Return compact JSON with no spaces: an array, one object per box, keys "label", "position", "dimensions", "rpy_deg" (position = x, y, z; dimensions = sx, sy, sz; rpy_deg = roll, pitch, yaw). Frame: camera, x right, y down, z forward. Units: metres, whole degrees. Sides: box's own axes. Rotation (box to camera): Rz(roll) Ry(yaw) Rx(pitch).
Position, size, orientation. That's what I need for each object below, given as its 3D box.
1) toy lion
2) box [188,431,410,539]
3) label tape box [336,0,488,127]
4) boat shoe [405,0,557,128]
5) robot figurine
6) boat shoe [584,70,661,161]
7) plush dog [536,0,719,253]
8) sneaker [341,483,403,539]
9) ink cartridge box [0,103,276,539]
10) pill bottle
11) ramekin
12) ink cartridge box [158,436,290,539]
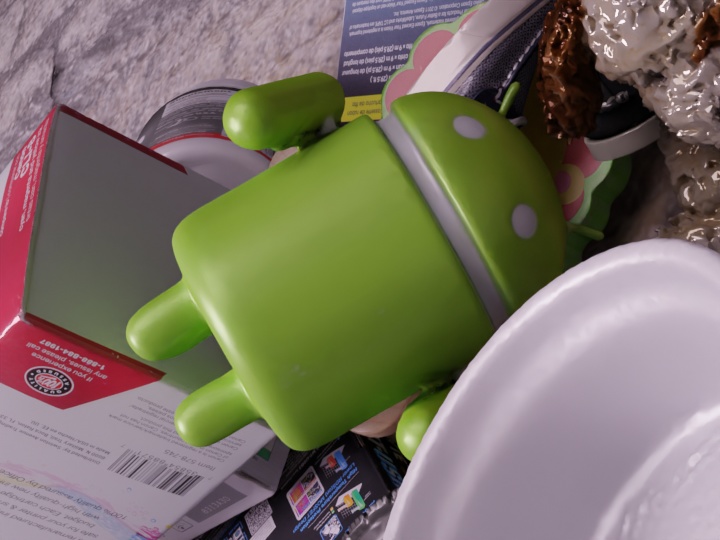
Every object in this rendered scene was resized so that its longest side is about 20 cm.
[{"label":"toy lion","position":[0.058,-0.032,0.893],"dimensions":[0.191,0.069,0.200],"rpy_deg":[-26,67,22]},{"label":"box","position":[-0.037,0.184,0.891],"dimensions":[0.200,0.050,0.199],"rpy_deg":[-51,33,11]},{"label":"label tape box","position":[0.053,-0.137,1.006],"dimensions":[0.143,0.066,0.200],"rpy_deg":[3,88,54]},{"label":"boat shoe","position":[0.058,-0.053,0.841],"dimensions":[0.200,0.093,0.075],"rpy_deg":[-49,-6,0]},{"label":"robot figurine","position":[0.000,0.000,0.746],"dimensions":[0.200,0.176,0.116],"rpy_deg":[-29,-5,0]},{"label":"boat shoe","position":[0.149,-0.137,0.845],"dimensions":[0.072,0.068,0.200],"rpy_deg":[-25,21,46]},{"label":"plush dog","position":[0.170,-0.094,0.721],"dimensions":[0.200,0.172,0.161],"rpy_deg":[-31,41,38]},{"label":"sneaker","position":[0.022,0.153,0.744],"dimensions":[0.091,0.076,0.200],"rpy_deg":[52,125,21]},{"label":"ink cartridge box","position":[-0.150,0.050,0.884],"dimensions":[0.200,0.145,0.145],"rpy_deg":[-42,34,36]},{"label":"pill bottle","position":[-0.087,-0.048,1.046],"dimensions":[0.114,0.114,0.200],"rpy_deg":[-50,12,14]},{"label":"ramekin","position":[0.100,0.099,0.599],"dimensions":[0.200,0.098,0.201],"rpy_deg":[-44,29,31]},{"label":"ink cartridge box","position":[-0.080,0.063,0.999],"dimensions":[0.161,0.050,0.200],"rpy_deg":[-34,30,45]}]
